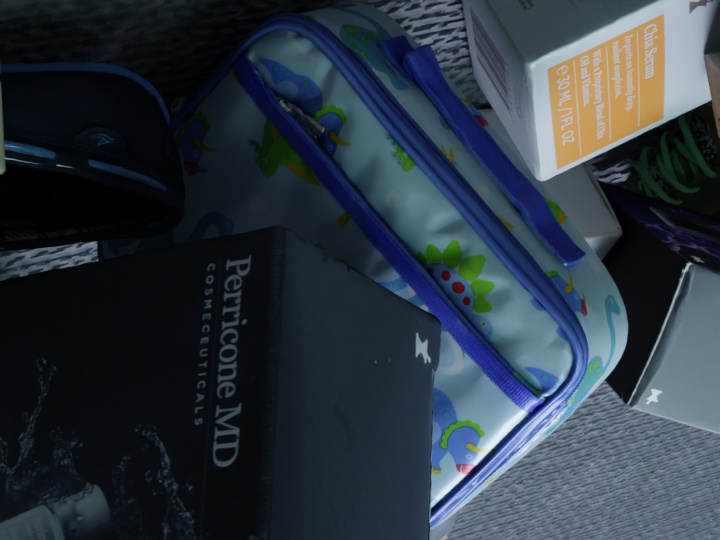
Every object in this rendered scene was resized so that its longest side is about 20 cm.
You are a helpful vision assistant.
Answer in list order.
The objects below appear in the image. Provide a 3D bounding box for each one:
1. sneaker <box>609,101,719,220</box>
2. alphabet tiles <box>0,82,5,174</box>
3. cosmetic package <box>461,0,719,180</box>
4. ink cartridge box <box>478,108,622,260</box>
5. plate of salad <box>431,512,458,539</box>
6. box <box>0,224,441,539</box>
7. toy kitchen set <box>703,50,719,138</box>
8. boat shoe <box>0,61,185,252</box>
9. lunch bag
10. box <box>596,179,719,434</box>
[{"bbox_3d":[0.171,-0.045,1.018,0.088,0.077,0.200,-13,148,-10],"label":"sneaker"},{"bbox_3d":[-0.205,-0.065,0.596,0.199,0.006,0.167,-10,110,-30],"label":"alphabet tiles"},{"bbox_3d":[0.147,-0.129,0.846,0.200,0.071,0.102,-26,152,-4],"label":"cosmetic package"},{"bbox_3d":[0.013,0.018,0.960,0.147,0.086,0.200,-8,148,-33],"label":"ink cartridge box"},{"bbox_3d":[-0.049,0.132,1.010,0.200,0.200,0.048,-9,106,-33],"label":"plate of salad"},{"bbox_3d":[-0.084,0.106,0.703,0.199,0.197,0.117,-10,156,29],"label":"box"},{"bbox_3d":[0.265,-0.013,0.778,0.199,0.163,0.181,-14,110,3],"label":"toy kitchen set"},{"bbox_3d":[-0.153,-0.034,0.688,0.199,0.069,0.084,-13,147,-24],"label":"boat shoe"},{"bbox_3d":[0.000,0.000,0.792,0.161,0.200,0.082,-43,173,29],"label":"lunch bag"},{"bbox_3d":[0.207,0.034,0.951,0.199,0.141,0.079,16,107,-18],"label":"box"}]
